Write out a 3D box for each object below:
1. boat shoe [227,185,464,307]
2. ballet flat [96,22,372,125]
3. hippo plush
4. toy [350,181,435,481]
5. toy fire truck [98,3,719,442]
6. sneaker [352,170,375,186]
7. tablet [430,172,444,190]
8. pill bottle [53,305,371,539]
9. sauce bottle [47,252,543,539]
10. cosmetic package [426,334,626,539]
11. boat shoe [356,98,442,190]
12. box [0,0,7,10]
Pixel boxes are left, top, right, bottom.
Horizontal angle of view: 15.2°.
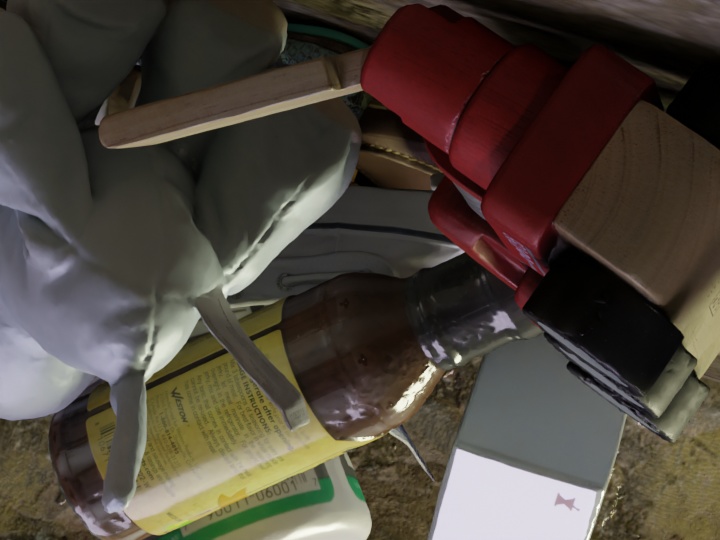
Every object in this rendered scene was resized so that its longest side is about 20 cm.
[{"bbox_3d":[0.000,0.000,1.065,0.198,0.066,0.073,3,180,22],"label":"boat shoe"},{"bbox_3d":[-0.075,-0.075,1.092,0.074,0.075,0.199,19,178,-39],"label":"ballet flat"},{"bbox_3d":[-0.095,-0.013,0.992,0.159,0.201,0.161,-22,173,-32],"label":"hippo plush"},{"bbox_3d":[-0.012,-0.015,1.175,0.201,0.047,0.115,58,-176,27],"label":"toy"},{"bbox_3d":[0.036,-0.032,0.890,0.199,0.129,0.176,36,179,15],"label":"toy fire truck"},{"bbox_3d":[-0.048,-0.064,1.346,0.089,0.071,0.200,0,171,23],"label":"sneaker"},{"bbox_3d":[0.133,-0.022,1.054,0.129,0.014,0.199,20,168,-34],"label":"tablet"},{"bbox_3d":[-0.079,0.041,1.151,0.112,0.201,0.113,-20,163,-6],"label":"pill bottle"},{"bbox_3d":[-0.021,0.042,1.015,0.199,0.065,0.065,-24,162,19],"label":"sauce bottle"},{"bbox_3d":[0.088,0.058,1.251,0.071,0.102,0.201,17,-139,4],"label":"cosmetic package"},{"bbox_3d":[0.049,-0.032,1.155,0.199,0.068,0.072,20,177,-44],"label":"boat shoe"},{"bbox_3d":[-0.238,-0.105,1.154,0.199,0.087,0.164,24,179,3],"label":"box"}]
